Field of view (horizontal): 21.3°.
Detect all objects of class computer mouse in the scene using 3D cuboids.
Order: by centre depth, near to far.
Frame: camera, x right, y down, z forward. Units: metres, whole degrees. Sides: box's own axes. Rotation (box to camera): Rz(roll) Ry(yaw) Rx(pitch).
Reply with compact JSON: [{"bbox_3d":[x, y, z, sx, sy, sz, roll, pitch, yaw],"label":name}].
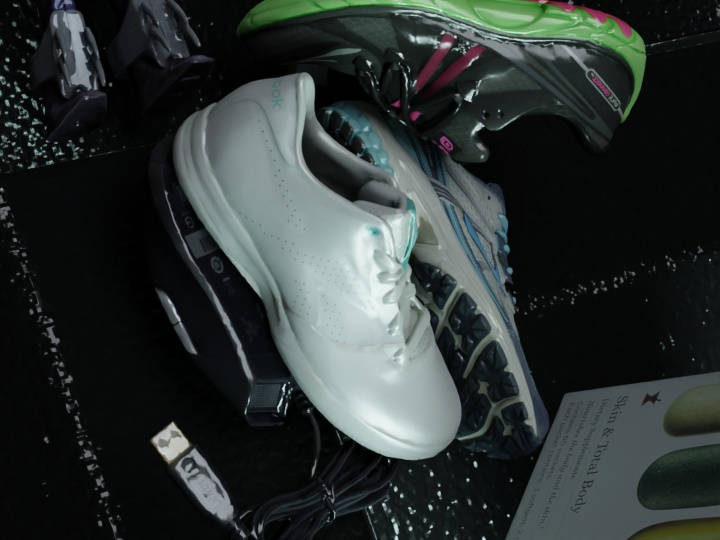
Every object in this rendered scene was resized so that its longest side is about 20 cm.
[{"bbox_3d":[-0.069,0.043,0.883,0.201,0.046,0.140,61,36,-5],"label":"computer mouse"}]

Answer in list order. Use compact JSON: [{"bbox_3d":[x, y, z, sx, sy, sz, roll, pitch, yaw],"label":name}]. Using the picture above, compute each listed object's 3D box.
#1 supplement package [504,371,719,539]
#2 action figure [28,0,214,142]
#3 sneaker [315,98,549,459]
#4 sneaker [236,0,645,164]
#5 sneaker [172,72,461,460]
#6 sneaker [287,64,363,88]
[{"bbox_3d":[0.186,0.148,0.882,0.151,0.199,0.153,46,53,-27],"label":"supplement package"},{"bbox_3d":[-0.140,-0.167,0.926,0.129,0.069,0.202,-15,74,-24],"label":"action figure"},{"bbox_3d":[0.051,-0.004,0.964,0.086,0.077,0.201,-24,83,-38],"label":"sneaker"},{"bbox_3d":[0.037,-0.095,0.919,0.198,0.077,0.085,9,97,1],"label":"sneaker"},{"bbox_3d":[0.000,0.000,0.883,0.201,0.088,0.075,54,34,-17],"label":"sneaker"},{"bbox_3d":[0.032,-0.180,1.008,0.107,0.070,0.202,10,69,4],"label":"sneaker"}]
